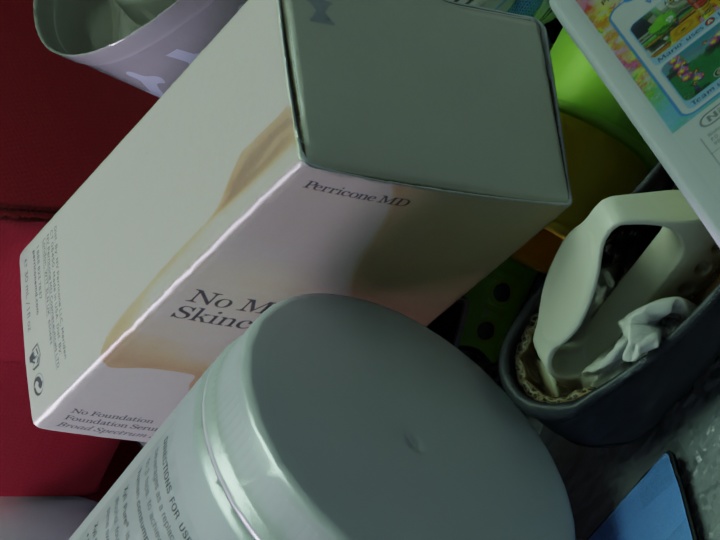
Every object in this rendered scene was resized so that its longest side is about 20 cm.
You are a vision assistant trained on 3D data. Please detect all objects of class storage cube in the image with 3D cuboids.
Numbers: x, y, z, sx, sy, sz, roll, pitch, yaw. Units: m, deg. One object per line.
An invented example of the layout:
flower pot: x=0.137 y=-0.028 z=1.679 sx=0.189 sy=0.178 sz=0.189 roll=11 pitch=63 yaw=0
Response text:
storage cube: x=-0.175 y=-0.027 z=1.095 sx=0.171 sy=0.179 sz=0.201 roll=-59 pitch=41 yaw=39

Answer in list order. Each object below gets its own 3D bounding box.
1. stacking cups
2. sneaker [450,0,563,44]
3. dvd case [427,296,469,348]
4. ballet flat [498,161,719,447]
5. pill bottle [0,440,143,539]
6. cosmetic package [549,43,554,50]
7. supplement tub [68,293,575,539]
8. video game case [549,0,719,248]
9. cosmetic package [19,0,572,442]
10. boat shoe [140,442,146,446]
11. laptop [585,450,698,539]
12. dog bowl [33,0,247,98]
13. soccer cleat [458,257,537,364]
stacking cups: x=0.098 y=-0.096 z=0.955 sx=0.060 sy=0.060 sz=0.201 roll=-2 pitch=61 yaw=63
sneaker: x=0.060 y=-0.129 z=0.973 sx=0.200 sy=0.072 sz=0.072 roll=-53 pitch=30 yaw=0
dvd case: x=-0.032 y=0.083 z=1.033 sx=0.150 sy=0.025 sz=0.201 roll=30 pitch=106 yaw=56
ballet flat: x=0.109 y=-0.019 z=0.861 sx=0.200 sy=0.073 sz=0.073 roll=-51 pitch=28 yaw=29
pill bottle: x=-0.140 y=0.112 z=1.198 sx=0.112 sy=0.112 sz=0.200 roll=-52 pitch=28 yaw=28
cosmetic package: x=0.105 y=-0.167 z=1.030 sx=0.201 sy=0.050 sz=0.083 roll=-62 pitch=29 yaw=8
supplement tub: x=-0.038 y=0.119 z=0.904 sx=0.200 sy=0.131 sz=0.132 roll=-50 pitch=29 yaw=32
video game case: x=0.161 y=-0.097 z=0.798 sx=0.200 sy=0.024 sz=0.182 roll=-37 pitch=30 yaw=7
cosmetic package: x=-0.027 y=-0.013 z=0.926 sx=0.200 sy=0.105 sz=0.071 roll=-43 pitch=48 yaw=50
boat shoe: x=-0.075 y=0.029 z=1.189 sx=0.064 sy=0.071 sz=0.200 roll=-39 pitch=40 yaw=8
laptop: x=0.017 y=0.164 z=0.833 sx=0.116 sy=0.199 sz=0.187 roll=53 pitch=122 yaw=25
dog bowl: x=-0.031 y=-0.143 z=0.991 sx=0.200 sy=0.059 sz=0.201 roll=-39 pitch=29 yaw=27
soccer cleat: x=0.000 y=0.000 z=1.075 sx=0.200 sy=0.067 sz=0.081 roll=-2 pitch=67 yaw=60
